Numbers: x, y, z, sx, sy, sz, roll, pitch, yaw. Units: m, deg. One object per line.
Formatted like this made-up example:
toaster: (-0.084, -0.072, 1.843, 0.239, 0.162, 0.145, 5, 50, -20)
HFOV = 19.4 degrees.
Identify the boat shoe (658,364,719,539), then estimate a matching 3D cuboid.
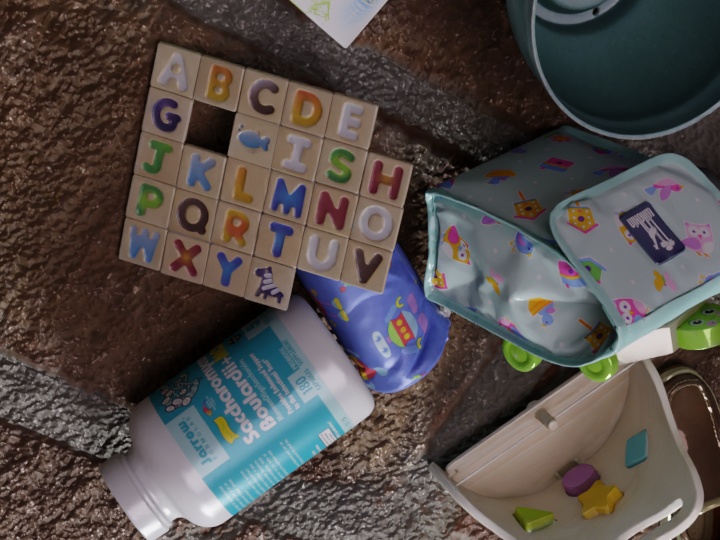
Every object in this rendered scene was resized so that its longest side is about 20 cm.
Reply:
boat shoe: (0.291, 0.177, 1.796, 0.074, 0.075, 0.204, -22, 121, -12)

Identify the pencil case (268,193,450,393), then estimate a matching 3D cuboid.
pencil case: (0.000, 0.000, 1.583, 0.086, 0.078, 0.201, -30, 123, 2)

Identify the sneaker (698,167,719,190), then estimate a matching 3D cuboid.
sneaker: (0.319, -0.033, 1.716, 0.085, 0.074, 0.200, -47, 132, -3)

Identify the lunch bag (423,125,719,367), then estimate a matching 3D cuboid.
lunch bag: (0.170, -0.016, 1.549, 0.170, 0.199, 0.123, -25, 125, -37)

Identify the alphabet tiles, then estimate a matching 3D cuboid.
alphabet tiles: (-0.067, -0.057, 1.501, 0.199, 0.008, 0.168, 17, 111, 10)

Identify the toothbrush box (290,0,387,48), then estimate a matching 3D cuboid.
toothbrush box: (-0.042, -0.274, 1.428, 0.146, 0.086, 0.200, -48, 124, 5)

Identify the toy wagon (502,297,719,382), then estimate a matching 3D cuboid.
toy wagon: (0.209, 0.033, 1.616, 0.155, 0.199, 0.040, -35, 120, -42)

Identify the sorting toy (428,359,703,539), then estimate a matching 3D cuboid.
sorting toy: (0.187, 0.175, 1.688, 0.199, 0.180, 0.107, -34, 123, -4)

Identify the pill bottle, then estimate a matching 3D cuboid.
pill bottle: (-0.096, 0.116, 1.579, 0.199, 0.111, 0.111, -37, 123, -4)

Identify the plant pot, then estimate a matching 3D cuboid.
plant pot: (0.185, -0.213, 1.525, 0.199, 0.134, 0.202, -10, 118, -19)
